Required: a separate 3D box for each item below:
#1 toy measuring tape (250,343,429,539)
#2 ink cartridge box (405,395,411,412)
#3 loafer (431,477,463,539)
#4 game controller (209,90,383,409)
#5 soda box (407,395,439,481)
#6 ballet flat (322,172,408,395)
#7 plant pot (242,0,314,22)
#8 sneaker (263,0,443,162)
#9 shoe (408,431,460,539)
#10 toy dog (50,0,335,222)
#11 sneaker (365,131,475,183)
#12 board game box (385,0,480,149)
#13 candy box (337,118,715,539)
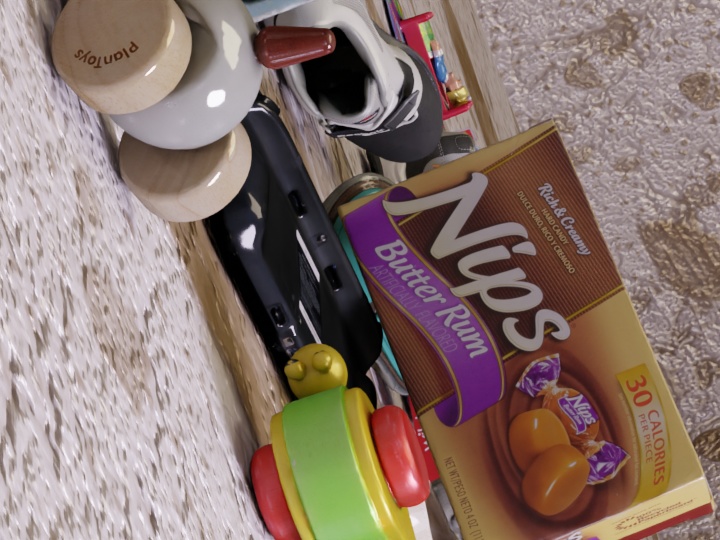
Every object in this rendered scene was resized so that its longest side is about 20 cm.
[{"bbox_3d":[0.000,0.115,1.097,0.074,0.073,0.201,58,15,-62],"label":"toy measuring tape"},{"bbox_3d":[0.053,0.020,1.722,0.200,0.076,0.137,-13,85,-81],"label":"ink cartridge box"},{"bbox_3d":[0.065,0.202,1.403,0.070,0.069,0.201,40,40,-86],"label":"loafer"},{"bbox_3d":[-0.033,0.002,1.281,0.200,0.042,0.105,64,25,-45],"label":"game controller"},{"bbox_3d":[0.069,0.110,1.576,0.070,0.063,0.201,31,49,-79],"label":"soda box"},{"bbox_3d":[0.000,0.000,1.469,0.064,0.067,0.200,44,-11,33],"label":"ballet flat"},{"bbox_3d":[-0.017,-0.243,1.423,0.200,0.195,0.198,-143,-146,-84],"label":"plant pot"},{"bbox_3d":[-0.006,-0.104,1.599,0.200,0.074,0.089,49,22,-49],"label":"sneaker"},{"bbox_3d":[0.027,0.141,1.286,0.200,0.053,0.070,65,10,-45],"label":"shoe"},{"bbox_3d":[-0.068,-0.123,1.046,0.132,0.096,0.201,42,31,-77],"label":"toy dog"},{"bbox_3d":[0.066,-0.024,1.911,0.200,0.079,0.074,64,9,-55],"label":"sneaker"},{"bbox_3d":[0.069,-0.175,2.444,0.200,0.039,0.159,64,11,-50],"label":"board game box"},{"bbox_3d":[0.077,0.040,1.319,0.057,0.116,0.201,62,7,-66],"label":"candy box"}]
